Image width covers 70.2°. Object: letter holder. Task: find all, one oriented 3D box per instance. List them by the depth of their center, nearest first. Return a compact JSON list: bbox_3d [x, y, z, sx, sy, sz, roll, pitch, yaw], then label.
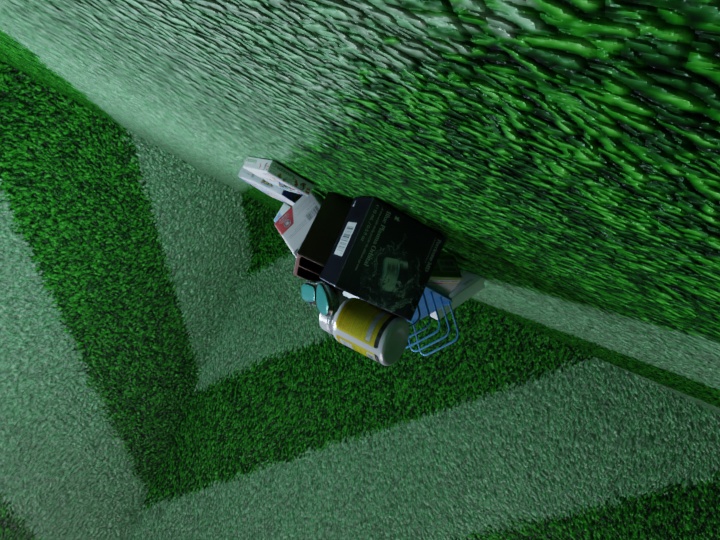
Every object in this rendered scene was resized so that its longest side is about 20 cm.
[{"bbox_3d":[-0.059,-0.065,1.251,0.140,0.202,0.101,23,148,-1],"label":"letter holder"}]

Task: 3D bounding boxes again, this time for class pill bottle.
[{"bbox_3d":[0.006,0.132,1.199,0.198,0.116,0.114,22,178,32],"label":"pill bottle"}]

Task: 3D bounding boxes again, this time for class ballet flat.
[{"bbox_3d":[-0.074,0.055,1.135,0.073,0.075,0.200,25,180,-25],"label":"ballet flat"}]

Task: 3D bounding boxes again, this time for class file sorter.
[{"bbox_3d":[0.142,0.123,1.304,0.199,0.138,0.124,27,-139,-44],"label":"file sorter"}]

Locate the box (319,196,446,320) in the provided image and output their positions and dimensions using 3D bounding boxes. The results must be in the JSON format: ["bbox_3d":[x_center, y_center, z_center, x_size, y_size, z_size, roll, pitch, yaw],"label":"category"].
[{"bbox_3d":[0.048,-0.027,1.108,0.198,0.199,0.117,25,179,-23],"label":"box"}]

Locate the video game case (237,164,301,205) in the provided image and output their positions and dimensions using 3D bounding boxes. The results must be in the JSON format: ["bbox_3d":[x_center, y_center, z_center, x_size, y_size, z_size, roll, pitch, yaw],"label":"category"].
[{"bbox_3d":[-0.267,-0.261,1.652,0.179,0.046,0.200,24,179,23],"label":"video game case"}]

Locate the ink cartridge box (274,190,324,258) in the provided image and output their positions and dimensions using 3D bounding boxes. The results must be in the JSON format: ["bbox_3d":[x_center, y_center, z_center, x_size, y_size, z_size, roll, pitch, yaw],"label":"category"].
[{"bbox_3d":[-0.119,-0.093,1.399,0.201,0.146,0.083,54,-166,18],"label":"ink cartridge box"}]

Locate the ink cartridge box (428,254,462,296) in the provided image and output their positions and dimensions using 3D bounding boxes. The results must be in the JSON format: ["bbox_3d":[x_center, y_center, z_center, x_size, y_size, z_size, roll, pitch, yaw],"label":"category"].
[{"bbox_3d":[0.159,0.047,1.376,0.145,0.201,0.077,2,-129,-22],"label":"ink cartridge box"}]

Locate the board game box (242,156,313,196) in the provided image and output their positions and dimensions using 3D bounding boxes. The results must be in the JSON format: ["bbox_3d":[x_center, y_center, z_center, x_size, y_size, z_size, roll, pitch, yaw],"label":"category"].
[{"bbox_3d":[-0.216,-0.244,1.319,0.125,0.035,0.199,27,179,-33],"label":"board game box"}]

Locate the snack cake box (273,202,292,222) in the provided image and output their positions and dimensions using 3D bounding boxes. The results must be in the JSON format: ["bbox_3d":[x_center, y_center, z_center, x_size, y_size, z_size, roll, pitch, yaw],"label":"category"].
[{"bbox_3d":[-0.177,-0.143,1.631,0.114,0.068,0.200,35,-174,15],"label":"snack cake box"}]

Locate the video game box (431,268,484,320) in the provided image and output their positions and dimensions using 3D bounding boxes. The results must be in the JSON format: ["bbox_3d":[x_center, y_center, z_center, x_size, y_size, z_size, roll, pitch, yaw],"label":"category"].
[{"bbox_3d":[0.243,0.058,1.556,0.181,0.198,0.047,28,141,52],"label":"video game box"}]

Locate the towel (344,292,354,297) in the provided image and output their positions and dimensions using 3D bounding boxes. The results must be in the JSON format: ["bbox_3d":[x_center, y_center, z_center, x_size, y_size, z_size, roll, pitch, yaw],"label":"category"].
[{"bbox_3d":[0.000,0.000,1.466,0.048,0.175,0.198,-4,176,-39],"label":"towel"}]
